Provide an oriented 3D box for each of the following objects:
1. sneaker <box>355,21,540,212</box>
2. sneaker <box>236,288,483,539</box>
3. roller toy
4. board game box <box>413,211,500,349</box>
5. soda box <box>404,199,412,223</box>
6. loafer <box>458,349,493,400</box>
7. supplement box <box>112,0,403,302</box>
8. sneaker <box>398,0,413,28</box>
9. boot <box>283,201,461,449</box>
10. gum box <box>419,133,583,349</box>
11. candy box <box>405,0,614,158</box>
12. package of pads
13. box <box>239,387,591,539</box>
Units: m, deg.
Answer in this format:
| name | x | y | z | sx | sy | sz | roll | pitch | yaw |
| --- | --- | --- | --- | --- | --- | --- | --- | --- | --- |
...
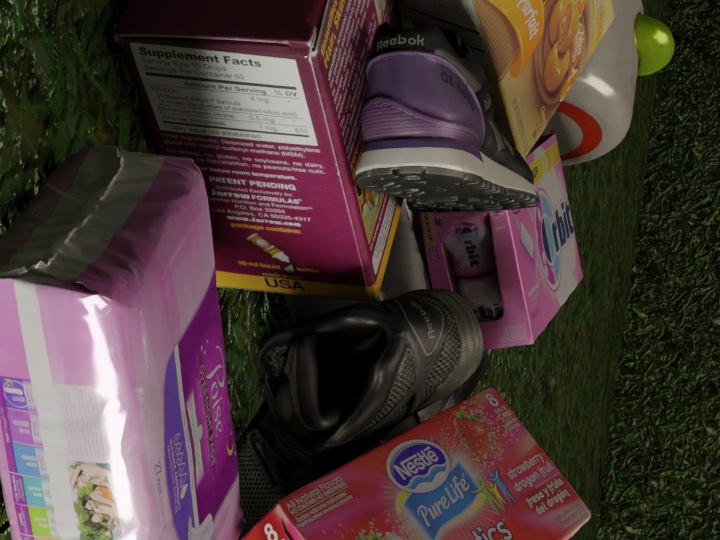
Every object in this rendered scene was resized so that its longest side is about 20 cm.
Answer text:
| name | x | y | z | sx | sy | sz | roll | pitch | yaw |
| --- | --- | --- | --- | --- | --- | --- | --- | --- | --- |
| sneaker | 0.051 | -0.080 | 0.847 | 0.200 | 0.075 | 0.088 | 18 | 71 | -75 |
| sneaker | -0.034 | 0.081 | 0.866 | 0.114 | 0.199 | 0.077 | 1 | 54 | -52 |
| roller toy | 0.134 | -0.167 | 1.310 | 0.182 | 0.199 | 0.141 | 24 | 67 | -37 |
| board game box | 0.060 | -0.050 | 1.219 | 0.200 | 0.040 | 0.154 | 47 | 45 | -49 |
| soda box | 0.000 | 0.000 | 1.062 | 0.064 | 0.068 | 0.201 | -72 | 162 | -65 |
| loafer | 0.031 | 0.120 | 1.186 | 0.070 | 0.068 | 0.202 | 12 | 105 | -53 |
| supplement box | -0.039 | -0.094 | 0.833 | 0.201 | 0.102 | 0.132 | 76 | 24 | -52 |
| sneaker | -0.013 | -0.152 | 0.982 | 0.200 | 0.088 | 0.076 | 127 | -47 | -70 |
| boot | -0.018 | 0.066 | 0.997 | 0.164 | 0.066 | 0.201 | -29 | 118 | -22 |
| gum box | 0.101 | -0.022 | 1.145 | 0.200 | 0.066 | 0.114 | -38 | 118 | -67 |
| candy box | 0.079 | -0.163 | 0.865 | 0.116 | 0.055 | 0.200 | -57 | 152 | -19 |
| package of pads | -0.104 | 0.059 | 0.690 | 0.121 | 0.075 | 0.201 | -62 | 153 | -56 |
| box | 0.018 | 0.148 | 0.835 | 0.200 | 0.096 | 0.100 | -21 | 159 | -51 |
